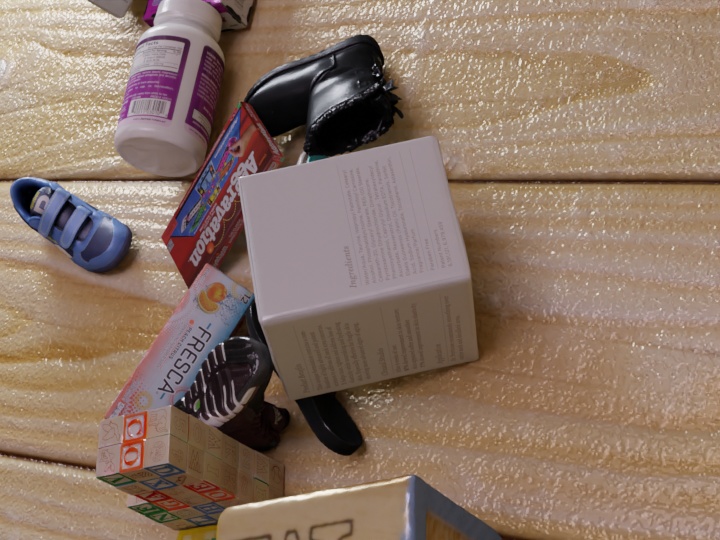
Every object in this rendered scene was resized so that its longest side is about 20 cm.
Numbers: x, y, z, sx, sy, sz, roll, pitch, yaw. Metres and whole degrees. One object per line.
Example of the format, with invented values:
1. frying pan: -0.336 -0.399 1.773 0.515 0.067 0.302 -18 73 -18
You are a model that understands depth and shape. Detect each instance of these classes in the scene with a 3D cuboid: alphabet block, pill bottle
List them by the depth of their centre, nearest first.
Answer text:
1. alphabet block: 0.002 0.310 1.204 0.198 0.195 0.199 -14 57 25
2. pill bottle: -0.226 -0.226 1.686 0.111 0.112 0.202 -5 63 31

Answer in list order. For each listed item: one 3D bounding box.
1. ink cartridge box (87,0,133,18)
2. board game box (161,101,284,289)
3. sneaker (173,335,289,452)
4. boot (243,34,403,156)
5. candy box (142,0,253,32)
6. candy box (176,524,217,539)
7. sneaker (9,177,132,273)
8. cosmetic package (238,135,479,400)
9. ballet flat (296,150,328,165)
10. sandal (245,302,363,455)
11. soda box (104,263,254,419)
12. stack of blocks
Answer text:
1. ink cartridge box: -0.305 -0.455 1.825 0.201 0.082 0.147 -54 31 21
2. board game box: -0.159 -0.081 1.579 0.201 0.019 0.103 -57 47 25
3. sneaker: -0.110 0.131 1.408 0.200 0.114 0.076 -43 48 45
4. boot: -0.046 -0.176 1.537 0.197 0.074 0.163 -26 32 13
5. candy box: -0.191 -0.401 1.787 0.135 0.061 0.202 -3 65 34
6. candy box: -0.151 0.333 1.346 0.101 0.027 0.201 -14 39 21
7. sneaker: -0.360 -0.058 1.706 0.199 0.082 0.074 25 79 37
8. cosmetic package: 0.000 0.000 1.341 0.197 0.168 0.168 -12 59 0
9. ballet flat: -0.049 -0.042 1.509 0.069 0.069 0.202 -27 56 18
10. sandal: -0.050 0.101 1.424 0.048 0.075 0.201 -48 58 17
11. soda box: -0.192 0.095 1.499 0.068 0.064 0.201 33 79 1
12. stack of blocks: -0.175 0.201 1.370 0.114 0.200 0.059 -15 59 25
